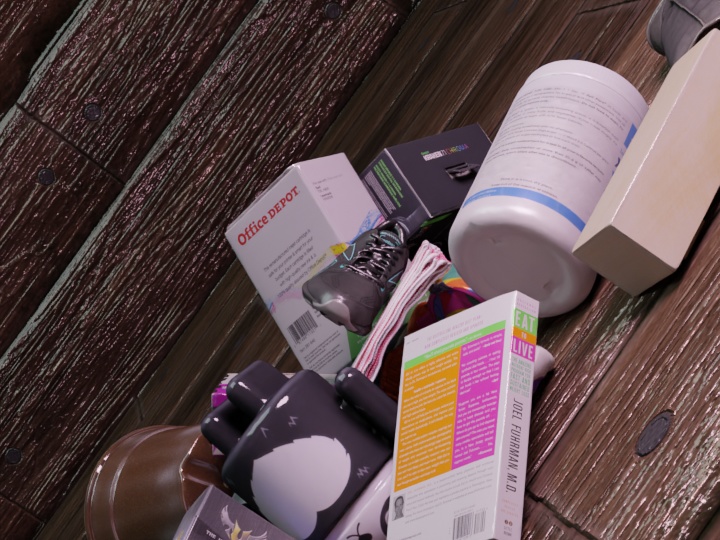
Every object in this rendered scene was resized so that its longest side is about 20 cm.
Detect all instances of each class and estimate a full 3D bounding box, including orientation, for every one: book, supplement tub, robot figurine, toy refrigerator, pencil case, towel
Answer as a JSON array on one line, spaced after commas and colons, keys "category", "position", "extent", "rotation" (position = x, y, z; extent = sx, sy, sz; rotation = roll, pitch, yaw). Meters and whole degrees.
[{"category": "book", "position": [0.078, 0.128, 1.224], "extent": [0.133, 0.048, 0.201], "rotation": [-31, 42, 50]}, {"category": "supplement tub", "position": [0.167, -0.072, 1.389], "extent": [0.132, 0.132, 0.201], "rotation": [-39, 18, 53]}, {"category": "robot figurine", "position": [-0.036, 0.165, 1.337], "extent": [0.125, 0.200, 0.150], "rotation": [-47, -7, -30]}, {"category": "toy refrigerator", "position": [0.248, -0.083, 1.250], "extent": [0.201, 0.070, 0.076], "rotation": [-58, 5, -24]}, {"category": "pencil case", "position": [0.126, -0.017, 1.513], "extent": [0.088, 0.088, 0.201], "rotation": [-40, 14, 50]}, {"category": "towel", "position": [0.034, 0.042, 1.457], "extent": [0.147, 0.030, 0.200], "rotation": [-59, -1, 3]}]

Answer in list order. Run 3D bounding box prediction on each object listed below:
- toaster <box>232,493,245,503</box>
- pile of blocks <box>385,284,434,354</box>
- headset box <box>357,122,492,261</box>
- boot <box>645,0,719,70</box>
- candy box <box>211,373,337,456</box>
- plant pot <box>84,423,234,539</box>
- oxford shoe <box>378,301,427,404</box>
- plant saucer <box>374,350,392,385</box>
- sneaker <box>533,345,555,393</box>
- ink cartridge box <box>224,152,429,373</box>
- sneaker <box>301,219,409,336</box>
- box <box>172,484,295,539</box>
[{"category": "toaster", "position": [-0.073, 0.244, 1.489], "extent": [0.130, 0.113, 0.200], "rotation": [-57, 12, -6]}, {"category": "pile of blocks", "position": [0.046, 0.031, 1.745], "extent": [0.200, 0.062, 0.082], "rotation": [-43, 9, 31]}, {"category": "headset box", "position": [0.056, -0.064, 1.757], "extent": [0.174, 0.093, 0.200], "rotation": [-19, -20, -49]}, {"category": "boot", "position": [0.321, -0.248, 1.433], "extent": [0.200, 0.072, 0.183], "rotation": [-69, 4, -75]}, {"category": "candy box", "position": [-0.067, 0.135, 1.505], "extent": [0.200, 0.135, 0.062], "rotation": [-100, 11, -88]}, {"category": "plant pot", "position": [-0.161, 0.245, 1.678], "extent": [0.198, 0.200, 0.201], "rotation": [-26, 29, 55]}, {"category": "oxford shoe", "position": [0.050, 0.108, 1.532], "extent": [0.073, 0.071, 0.200], "rotation": [-58, -1, 30]}, {"category": "plant saucer", "position": [0.001, 0.157, 1.668], "extent": [0.201, 0.027, 0.200], "rotation": [-52, 11, 15]}, {"category": "sneaker", "position": [0.084, 0.103, 1.355], "extent": [0.084, 0.080, 0.200], "rotation": [-64, 14, -20]}, {"category": "ink cartridge box", "position": [-0.033, 0.000, 1.678], "extent": [0.084, 0.201, 0.145], "rotation": [-21, -14, -48]}, {"category": "sneaker", "position": [0.000, 0.000, 1.479], "extent": [0.080, 0.075, 0.200], "rotation": [-58, 0, 15]}, {"category": "box", "position": [-0.059, 0.268, 1.122], "extent": [0.048, 0.199, 0.159], "rotation": [-48, 11, 38]}]
